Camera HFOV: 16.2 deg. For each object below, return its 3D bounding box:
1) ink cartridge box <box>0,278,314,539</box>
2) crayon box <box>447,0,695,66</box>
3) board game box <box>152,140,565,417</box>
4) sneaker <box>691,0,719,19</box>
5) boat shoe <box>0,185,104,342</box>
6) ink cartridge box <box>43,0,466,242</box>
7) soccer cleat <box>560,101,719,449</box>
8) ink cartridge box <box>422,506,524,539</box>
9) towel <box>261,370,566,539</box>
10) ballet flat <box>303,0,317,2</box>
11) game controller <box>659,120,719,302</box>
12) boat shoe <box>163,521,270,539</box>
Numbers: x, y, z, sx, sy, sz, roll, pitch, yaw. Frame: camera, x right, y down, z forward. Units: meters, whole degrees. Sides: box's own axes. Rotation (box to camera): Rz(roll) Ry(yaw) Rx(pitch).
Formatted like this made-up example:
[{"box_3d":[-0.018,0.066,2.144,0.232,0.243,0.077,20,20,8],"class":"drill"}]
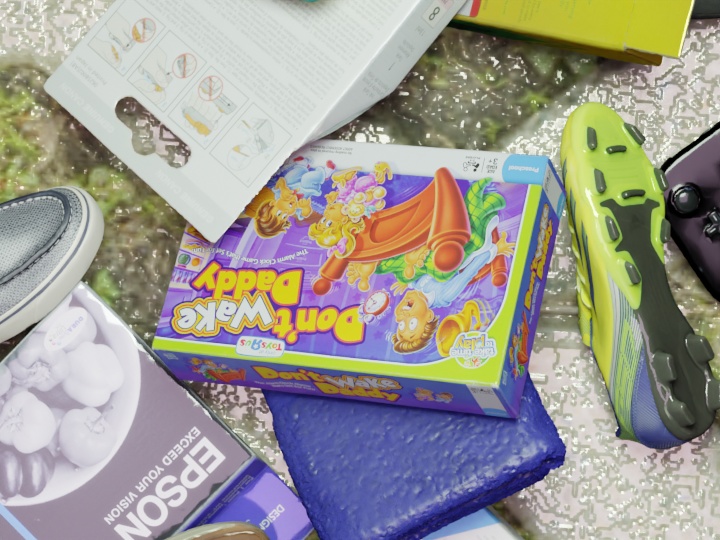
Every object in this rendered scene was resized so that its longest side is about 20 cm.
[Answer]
[{"box_3d":[-0.159,0.144,1.456,0.200,0.043,0.198,44,91,-1],"class":"ink cartridge box"},{"box_3d":[0.112,-0.187,1.395,0.199,0.051,0.128,16,92,33],"class":"crayon box"},{"box_3d":[0.000,0.000,1.379,0.199,0.045,0.135,5,67,21],"class":"board game box"},{"box_3d":[0.219,-0.239,1.436,0.106,0.075,0.201,6,91,-11],"class":"sneaker"},{"box_3d":[-0.244,0.003,1.420,0.200,0.093,0.075,-36,53,2],"class":"boat shoe"},{"box_3d":[-0.058,-0.131,1.414,0.162,0.057,0.200,41,96,29],"class":"ink cartridge box"},{"box_3d":[0.143,0.006,1.430,0.065,0.084,0.201,-19,93,-39],"class":"soccer cleat"},{"box_3d":[0.006,0.208,1.439,0.200,0.068,0.116,-44,90,1],"class":"ink cartridge box"},{"box_3d":[0.017,0.057,1.409,0.147,0.050,0.201,-27,60,5],"class":"towel"},{"box_3d":[-0.085,-0.197,1.394,0.199,0.067,0.067,16,58,25],"class":"ballet flat"},{"box_3d":[0.267,-0.065,1.444,0.200,0.042,0.105,-35,90,2],"class":"game controller"},{"box_3d":[-0.125,0.219,1.415,0.200,0.072,0.076,-37,122,-5],"class":"boat shoe"}]
